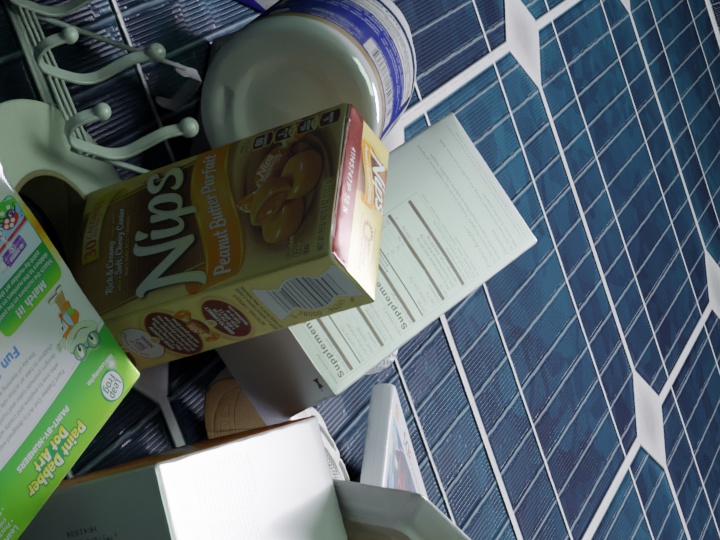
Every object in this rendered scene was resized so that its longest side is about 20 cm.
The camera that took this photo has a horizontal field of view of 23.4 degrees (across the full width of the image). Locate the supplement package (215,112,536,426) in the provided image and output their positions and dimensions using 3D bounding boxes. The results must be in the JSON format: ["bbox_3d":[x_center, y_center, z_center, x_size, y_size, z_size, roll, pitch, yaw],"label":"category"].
[{"bbox_3d":[0.000,0.000,1.179,0.199,0.114,0.110,-35,91,-32],"label":"supplement package"}]

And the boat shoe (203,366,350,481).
[{"bbox_3d":[-0.057,0.125,1.274,0.201,0.070,0.070,64,26,-42],"label":"boat shoe"}]

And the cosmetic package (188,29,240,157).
[{"bbox_3d":[-0.065,-0.096,1.327,0.090,0.106,0.201,47,35,-44],"label":"cosmetic package"}]

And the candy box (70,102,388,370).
[{"bbox_3d":[-0.083,-0.016,1.052,0.055,0.199,0.116,48,36,-41],"label":"candy box"}]

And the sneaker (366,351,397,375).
[{"bbox_3d":[-0.081,0.045,1.258,0.198,0.115,0.076,16,63,-21],"label":"sneaker"}]

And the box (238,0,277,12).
[{"bbox_3d":[-0.064,-0.326,1.451,0.184,0.104,0.202,13,66,-61],"label":"box"}]

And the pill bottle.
[{"bbox_3d":[-0.025,-0.131,1.181,0.200,0.119,0.121,-57,128,-68],"label":"pill bottle"}]

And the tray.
[{"bbox_3d":[-0.018,0.170,1.189,0.107,0.199,0.022,46,58,-45],"label":"tray"}]

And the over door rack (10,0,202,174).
[{"bbox_3d":[-0.141,-0.119,1.171,0.200,0.066,0.148,31,27,-54],"label":"over door rack"}]

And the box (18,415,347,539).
[{"bbox_3d":[-0.111,0.161,1.073,0.200,0.123,0.098,-7,83,-64],"label":"box"}]

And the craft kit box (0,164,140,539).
[{"bbox_3d":[-0.228,0.051,0.938,0.198,0.048,0.200,59,44,-25],"label":"craft kit box"}]

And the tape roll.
[{"bbox_3d":[-0.200,-0.006,1.083,0.203,0.037,0.205,41,42,-51],"label":"tape roll"}]

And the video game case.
[{"bbox_3d":[0.025,0.223,1.377,0.183,0.023,0.201,73,19,-49],"label":"video game case"}]
